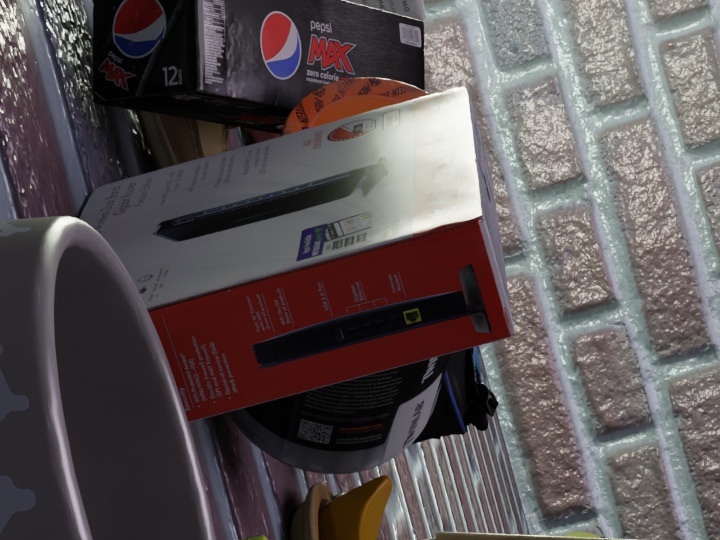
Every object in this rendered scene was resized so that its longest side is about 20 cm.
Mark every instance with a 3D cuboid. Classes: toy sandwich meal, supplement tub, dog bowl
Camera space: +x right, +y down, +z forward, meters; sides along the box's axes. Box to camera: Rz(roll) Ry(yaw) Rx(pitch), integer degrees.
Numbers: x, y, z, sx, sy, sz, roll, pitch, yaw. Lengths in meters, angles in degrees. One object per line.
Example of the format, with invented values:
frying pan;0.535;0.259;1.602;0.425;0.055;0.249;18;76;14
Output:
toy sandwich meal;0.015;0.216;1.213;0.205;0.070;0.206;-15;90;-84
supplement tub;-0.005;0.004;1.045;0.200;0.122;0.123;104;-20;-52
dog bowl;-0.095;0.074;0.658;0.200;0.058;0.201;-15;90;-84

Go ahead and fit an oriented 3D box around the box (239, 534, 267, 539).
box;-0.032;0.230;0.886;0.122;0.047;0.201;66;10;-52

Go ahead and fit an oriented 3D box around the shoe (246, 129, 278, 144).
shoe;-0.044;-0.099;1.428;0.200;0.071;0.091;71;0;-67

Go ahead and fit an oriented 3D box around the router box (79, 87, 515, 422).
router box;-0.033;-0.006;0.840;0.200;0.179;0.049;-88;162;-71

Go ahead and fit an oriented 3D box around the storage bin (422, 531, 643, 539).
storage bin;0.144;0.286;1.633;0.200;0.198;0.094;63;31;-60

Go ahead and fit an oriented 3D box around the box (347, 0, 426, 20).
box;-0.031;-0.314;1.784;0.199;0.130;0.201;-88;163;-69

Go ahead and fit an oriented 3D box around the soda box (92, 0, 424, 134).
soda box;-0.047;-0.107;1.048;0.200;0.071;0.064;5;84;-56

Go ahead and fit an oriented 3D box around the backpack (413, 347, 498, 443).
backpack;0.000;0.000;1.301;0.200;0.134;0.183;-92;165;-62

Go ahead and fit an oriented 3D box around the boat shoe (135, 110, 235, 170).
boat shoe;-0.087;-0.118;1.118;0.074;0.069;0.201;62;14;-63

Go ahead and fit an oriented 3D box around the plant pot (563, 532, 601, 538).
plant pot;0.330;0.468;2.931;0.184;0.200;0.201;-120;-168;-71
